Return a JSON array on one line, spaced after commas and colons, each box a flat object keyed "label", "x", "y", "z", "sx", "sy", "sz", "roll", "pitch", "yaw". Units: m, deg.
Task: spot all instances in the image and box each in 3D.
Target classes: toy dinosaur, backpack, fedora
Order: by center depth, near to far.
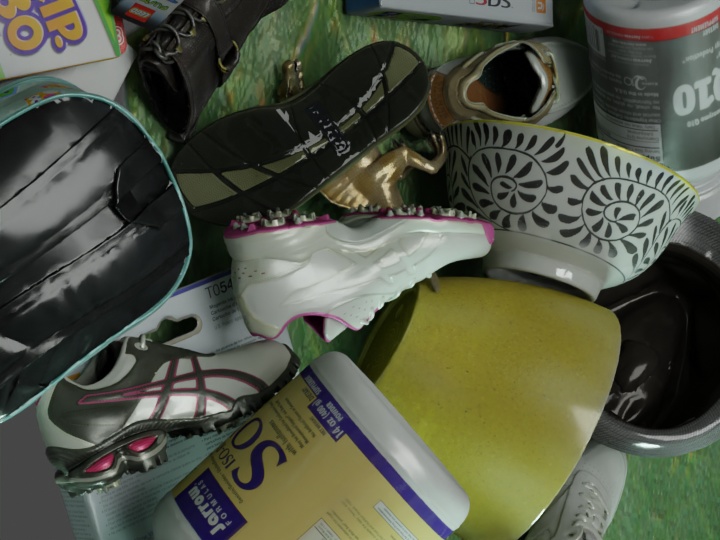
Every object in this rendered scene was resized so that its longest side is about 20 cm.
[{"label": "backpack", "x": -0.214, "y": -0.023, "z": 1.522, "sx": 0.199, "sy": 0.153, "sz": 0.177, "roll": -32, "pitch": 108, "yaw": -9}, {"label": "toy dinosaur", "x": 0.011, "y": -0.071, "z": 1.775, "sx": 0.101, "sy": 0.058, "sz": 0.201, "roll": -32, "pitch": 83, "yaw": -37}, {"label": "fedora", "x": 0.228, "y": 0.058, "z": 1.914, "sx": 0.176, "sy": 0.090, "sz": 0.201, "roll": 26, "pitch": 71, "yaw": -1}]

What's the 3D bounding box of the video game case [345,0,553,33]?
[{"label": "video game case", "x": 0.069, "y": -0.288, "z": 1.849, "sx": 0.180, "sy": 0.045, "sz": 0.202, "roll": 1, "pitch": 87, "yaw": -41}]

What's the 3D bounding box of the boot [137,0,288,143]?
[{"label": "boot", "x": -0.094, "y": -0.199, "z": 1.652, "sx": 0.175, "sy": 0.069, "sz": 0.201, "roll": -55, "pitch": 155, "yaw": -30}]

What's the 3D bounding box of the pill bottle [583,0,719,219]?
[{"label": "pill bottle", "x": 0.239, "y": -0.139, "z": 1.910, "sx": 0.114, "sy": 0.113, "sz": 0.201, "roll": -37, "pitch": 132, "yaw": -34}]

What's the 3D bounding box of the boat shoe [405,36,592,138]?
[{"label": "boat shoe", "x": 0.121, "y": -0.140, "z": 1.869, "sx": 0.199, "sy": 0.068, "sz": 0.075, "roll": -20, "pitch": 99, "yaw": -42}]

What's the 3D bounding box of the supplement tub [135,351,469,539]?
[{"label": "supplement tub", "x": -0.044, "y": 0.167, "z": 1.580, "sx": 0.200, "sy": 0.145, "sz": 0.146, "roll": -42, "pitch": 117, "yaw": 0}]

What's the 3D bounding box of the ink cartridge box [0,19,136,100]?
[{"label": "ink cartridge box", "x": -0.229, "y": -0.193, "z": 1.596, "sx": 0.200, "sy": 0.045, "sz": 0.177, "roll": 37, "pitch": 67, "yaw": -33}]

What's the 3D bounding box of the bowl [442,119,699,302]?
[{"label": "bowl", "x": 0.144, "y": -0.032, "z": 1.804, "sx": 0.200, "sy": 0.200, "sz": 0.095, "roll": 23, "pitch": 77, "yaw": -37}]

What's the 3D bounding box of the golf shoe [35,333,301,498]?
[{"label": "golf shoe", "x": -0.124, "y": 0.075, "z": 1.605, "sx": 0.199, "sy": 0.077, "sz": 0.089, "roll": -25, "pitch": 94, "yaw": -38}]

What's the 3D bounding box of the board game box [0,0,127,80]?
[{"label": "board game box", "x": -0.233, "y": -0.169, "z": 1.549, "sx": 0.199, "sy": 0.030, "sz": 0.096, "roll": -16, "pitch": 100, "yaw": -40}]

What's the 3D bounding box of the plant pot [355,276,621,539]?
[{"label": "plant pot", "x": 0.076, "y": 0.083, "z": 1.766, "sx": 0.141, "sy": 0.200, "sz": 0.201, "roll": 30, "pitch": 68, "yaw": -12}]

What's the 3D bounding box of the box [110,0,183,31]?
[{"label": "box", "x": -0.117, "y": -0.269, "z": 1.606, "sx": 0.035, "sy": 0.110, "sz": 0.201, "roll": 21, "pitch": 52, "yaw": -28}]

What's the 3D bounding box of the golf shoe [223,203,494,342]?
[{"label": "golf shoe", "x": 0.000, "y": 0.000, "z": 1.679, "sx": 0.198, "sy": 0.075, "sz": 0.092, "roll": -4, "pitch": 95, "yaw": -22}]

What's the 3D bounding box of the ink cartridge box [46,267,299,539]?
[{"label": "ink cartridge box", "x": -0.121, "y": 0.113, "z": 1.676, "sx": 0.196, "sy": 0.043, "sz": 0.202, "roll": -22, "pitch": 100, "yaw": -37}]

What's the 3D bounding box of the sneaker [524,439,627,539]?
[{"label": "sneaker", "x": 0.166, "y": 0.209, "z": 1.874, "sx": 0.075, "sy": 0.099, "sz": 0.200, "roll": 50, "pitch": 56, "yaw": -23}]

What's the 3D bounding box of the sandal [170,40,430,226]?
[{"label": "sandal", "x": -0.039, "y": -0.090, "z": 1.716, "sx": 0.200, "sy": 0.057, "sz": 0.080, "roll": -28, "pitch": 89, "yaw": -12}]
